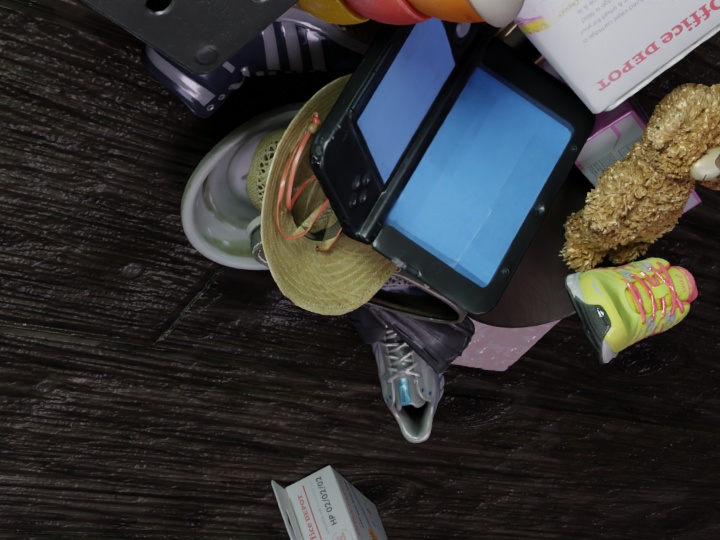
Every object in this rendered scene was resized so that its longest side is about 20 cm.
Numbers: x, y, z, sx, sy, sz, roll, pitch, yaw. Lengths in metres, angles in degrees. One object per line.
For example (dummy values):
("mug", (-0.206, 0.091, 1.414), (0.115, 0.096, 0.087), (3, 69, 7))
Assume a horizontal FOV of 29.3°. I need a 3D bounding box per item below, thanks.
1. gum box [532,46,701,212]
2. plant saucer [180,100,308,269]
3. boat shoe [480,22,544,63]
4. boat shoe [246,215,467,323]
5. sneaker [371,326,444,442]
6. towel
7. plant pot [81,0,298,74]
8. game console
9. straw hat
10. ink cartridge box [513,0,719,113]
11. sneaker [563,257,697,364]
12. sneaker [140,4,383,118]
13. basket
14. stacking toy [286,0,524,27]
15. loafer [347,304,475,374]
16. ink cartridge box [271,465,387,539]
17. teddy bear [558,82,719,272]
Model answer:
("gum box", (0.214, -0.123, 1.196), (0.066, 0.114, 0.200), (-33, 146, 15))
("plant saucer", (-0.057, -0.081, 1.148), (0.199, 0.050, 0.201), (-15, 146, -11))
("boat shoe", (0.126, -0.182, 1.106), (0.200, 0.063, 0.073), (-33, 146, 15))
("boat shoe", (0.001, -0.002, 1.159), (0.201, 0.061, 0.072), (12, 147, -18))
("sneaker", (0.047, 0.089, 1.377), (0.074, 0.087, 0.201), (-11, 126, 11))
("towel", (0.142, 0.037, 1.455), (0.199, 0.032, 0.191), (13, 132, -41))
("plant pot", (-0.106, -0.235, 0.787), (0.199, 0.178, 0.200), (-35, 146, 19))
("game console", (0.074, -0.102, 1.002), (0.201, 0.116, 0.176), (-60, 154, -18))
("straw hat", (-0.038, -0.068, 1.046), (0.201, 0.085, 0.202), (-27, 126, -46))
("ink cartridge box", (0.166, -0.232, 0.989), (0.145, 0.088, 0.200), (-36, 124, 18))
("sneaker", (0.234, 0.021, 1.161), (0.090, 0.079, 0.200), (-25, 176, 22))
("sneaker", (-0.064, -0.161, 1.011), (0.199, 0.070, 0.109), (11, 130, -32))
("basket", (0.132, -0.057, 1.227), (0.179, 0.137, 0.200), (-15, 145, 16))
("stacking toy", (-0.004, -0.204, 0.878), (0.199, 0.147, 0.146), (-13, 152, 23))
("loafer", (0.017, 0.035, 1.290), (0.200, 0.068, 0.071), (29, 95, -24))
("ink cartridge box", (-0.026, 0.315, 1.664), (0.068, 0.116, 0.200), (-28, 147, 8))
("teddy bear", (0.242, -0.063, 1.131), (0.144, 0.067, 0.200), (9, 136, -42))
